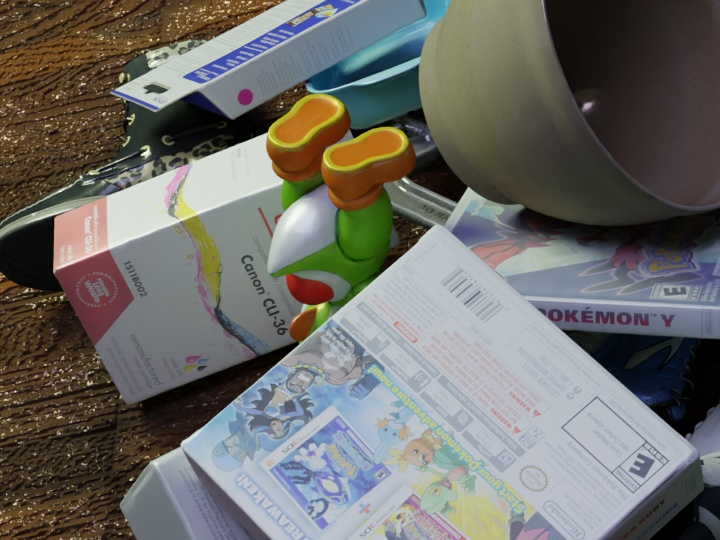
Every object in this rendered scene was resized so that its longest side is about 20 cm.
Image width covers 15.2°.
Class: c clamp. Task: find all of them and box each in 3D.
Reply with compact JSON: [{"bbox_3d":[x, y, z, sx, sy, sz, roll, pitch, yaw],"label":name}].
[{"bbox_3d":[0.085,-0.055,1.691,0.199,0.027,0.170,30,30,31],"label":"c clamp"}]

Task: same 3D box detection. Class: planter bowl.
[{"bbox_3d":[0.120,-0.112,1.539,0.134,0.200,0.201,-21,39,41],"label":"planter bowl"}]

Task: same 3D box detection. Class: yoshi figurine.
[{"bbox_3d":[0.008,-0.009,1.620,0.111,0.201,0.113,-1,37,7],"label":"yoshi figurine"}]

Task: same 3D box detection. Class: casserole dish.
[{"bbox_3d":[0.025,-0.144,1.795,0.120,0.039,0.200,-21,19,7],"label":"casserole dish"}]

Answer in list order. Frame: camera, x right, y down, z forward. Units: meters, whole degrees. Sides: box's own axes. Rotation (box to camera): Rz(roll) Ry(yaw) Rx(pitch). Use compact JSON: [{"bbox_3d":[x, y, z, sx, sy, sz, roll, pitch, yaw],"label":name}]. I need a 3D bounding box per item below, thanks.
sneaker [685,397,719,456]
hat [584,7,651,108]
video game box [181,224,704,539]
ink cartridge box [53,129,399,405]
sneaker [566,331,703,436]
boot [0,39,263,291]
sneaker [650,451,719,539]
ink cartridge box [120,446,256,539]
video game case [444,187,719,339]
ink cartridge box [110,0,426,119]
[{"bbox_3d":[0.204,0.096,1.502,0.084,0.073,0.201,4,54,26],"label":"sneaker"},{"bbox_3d":[0.141,-0.134,1.670,0.081,0.202,0.200,-7,29,-38],"label":"hat"},{"bbox_3d":[0.040,0.099,1.349,0.182,0.047,0.200,-39,58,-15],"label":"video game box"},{"bbox_3d":[-0.081,-0.008,1.703,0.199,0.117,0.068,-22,33,8],"label":"ink cartridge box"},{"bbox_3d":[0.168,0.060,1.566,0.200,0.079,0.089,-38,67,-19],"label":"sneaker"},{"bbox_3d":[-0.158,-0.073,1.840,0.202,0.074,0.154,-18,42,1],"label":"boot"},{"bbox_3d":[0.125,0.166,1.400,0.199,0.129,0.080,-40,60,19],"label":"sneaker"},{"bbox_3d":[-0.006,0.138,1.457,0.199,0.085,0.145,-24,78,-25],"label":"ink cartridge box"},{"bbox_3d":[0.135,-0.014,1.542,0.181,0.023,0.200,3,24,15],"label":"video game case"},{"bbox_3d":[-0.061,-0.144,1.786,0.199,0.037,0.095,-27,20,-17],"label":"ink cartridge box"}]
